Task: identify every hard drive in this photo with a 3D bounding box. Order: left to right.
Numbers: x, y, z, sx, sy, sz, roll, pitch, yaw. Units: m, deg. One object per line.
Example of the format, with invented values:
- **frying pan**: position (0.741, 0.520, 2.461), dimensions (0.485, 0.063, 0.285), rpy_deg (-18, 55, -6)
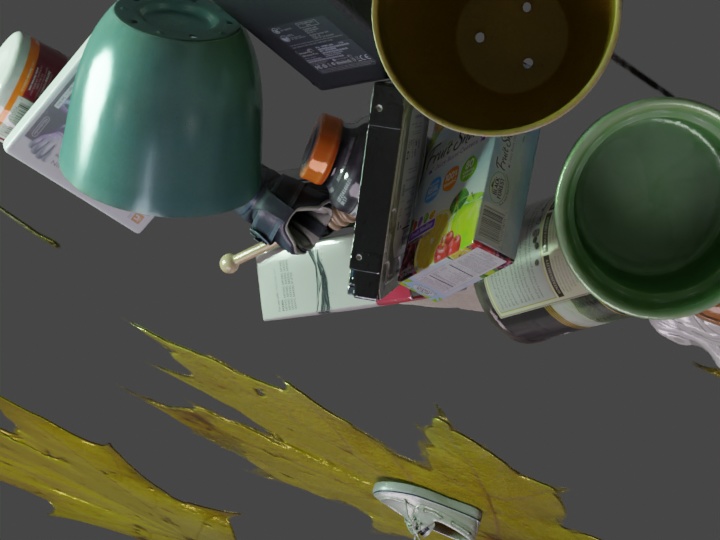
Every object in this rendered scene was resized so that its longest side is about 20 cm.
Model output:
- **hard drive**: position (-0.053, -0.237, 1.427), dimensions (0.138, 0.033, 0.199), rpy_deg (-3, 150, 45)
- **hard drive**: position (0.030, -0.080, 1.505), dimensions (0.037, 0.203, 0.140), rpy_deg (10, -171, 11)

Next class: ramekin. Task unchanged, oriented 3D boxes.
- **ramekin**: position (0.274, -0.063, 1.451), dimensions (0.197, 0.203, 0.098), rpy_deg (16, -169, -1)

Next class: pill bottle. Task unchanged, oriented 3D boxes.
- **pill bottle**: position (-0.307, -0.161, 1.686), dimensions (0.199, 0.115, 0.114), rpy_deg (28, 153, -26)
- **pill bottle**: position (0.038, -0.096, 1.629), dimensions (0.198, 0.107, 0.106), rpy_deg (21, 155, -11)

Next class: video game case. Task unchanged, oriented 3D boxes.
- **video game case**: position (-0.238, -0.154, 1.622), dimensions (0.181, 0.023, 0.200), rpy_deg (33, 108, -34)

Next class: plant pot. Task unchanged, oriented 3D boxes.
- **plant pot**: position (-0.183, -0.169, 1.497), dimensions (0.198, 0.201, 0.163), rpy_deg (13, 119, 5)
- **plant pot**: position (0.119, -0.205, 1.292), dimensions (0.197, 0.203, 0.142), rpy_deg (10, -179, 12)

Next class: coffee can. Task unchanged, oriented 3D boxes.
- **coffee can**: position (0.233, -0.013, 1.635), dimensions (0.145, 0.148, 0.199), rpy_deg (30, 152, -28)

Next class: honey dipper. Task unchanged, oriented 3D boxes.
- **honey dipper**: position (-0.077, -0.040, 1.725), dimensions (0.198, 0.038, 0.038), rpy_deg (-25, 138, 26)

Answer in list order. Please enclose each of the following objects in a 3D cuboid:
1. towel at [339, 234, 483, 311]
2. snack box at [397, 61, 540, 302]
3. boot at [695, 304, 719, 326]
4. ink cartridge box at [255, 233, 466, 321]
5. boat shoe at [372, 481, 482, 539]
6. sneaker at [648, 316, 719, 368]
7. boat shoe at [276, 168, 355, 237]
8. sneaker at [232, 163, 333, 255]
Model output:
- **towel**: position (0.075, 0.001, 1.895), dimensions (0.197, 0.035, 0.133), rpy_deg (5, 152, 24)
- **snack box**: position (0.108, -0.085, 1.495), dimensions (0.053, 0.202, 0.142), rpy_deg (24, 154, -22)
- **boot**: position (0.434, -0.005, 1.628), dimensions (0.197, 0.075, 0.155), rpy_deg (-3, 153, 11)
- **ink cartridge box**: position (0.000, 0.000, 1.781), dimensions (0.198, 0.086, 0.144), rpy_deg (-9, 180, 30)
- **boat shoe**: position (0.109, 0.430, 2.702), dimensions (0.200, 0.087, 0.075), rpy_deg (21, 155, -13)
- **sneaker**: position (0.426, 0.063, 1.769), dimensions (0.198, 0.079, 0.099), rpy_deg (22, 151, -15)
- **boat shoe**: position (-0.052, -0.074, 1.775), dimensions (0.198, 0.064, 0.071), rpy_deg (-8, 147, 41)
- **sneaker**: position (-0.102, -0.076, 1.697), dimensions (0.145, 0.078, 0.202), rpy_deg (27, -175, -2)
